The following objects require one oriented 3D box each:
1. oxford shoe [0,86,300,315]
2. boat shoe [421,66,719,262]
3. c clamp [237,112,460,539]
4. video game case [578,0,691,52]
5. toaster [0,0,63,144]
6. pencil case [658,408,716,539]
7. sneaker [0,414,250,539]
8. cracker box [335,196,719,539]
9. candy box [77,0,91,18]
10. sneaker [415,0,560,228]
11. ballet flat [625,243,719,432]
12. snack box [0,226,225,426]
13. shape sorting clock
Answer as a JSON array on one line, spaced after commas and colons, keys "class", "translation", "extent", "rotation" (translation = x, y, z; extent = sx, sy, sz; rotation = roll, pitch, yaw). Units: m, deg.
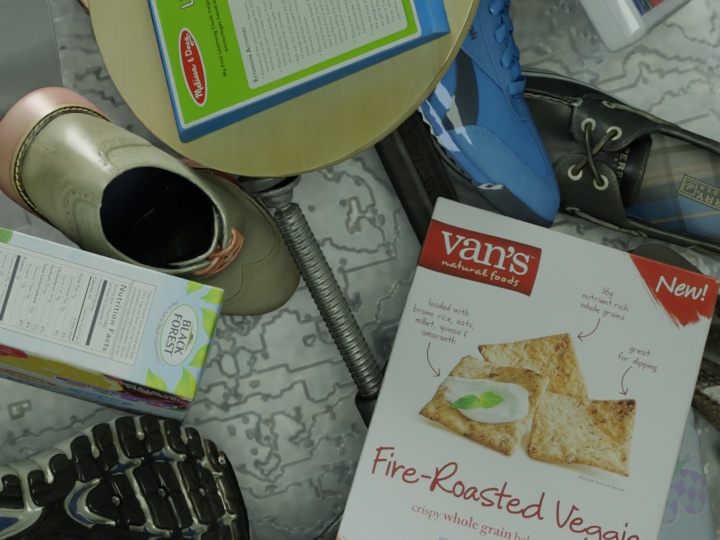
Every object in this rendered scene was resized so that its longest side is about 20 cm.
[{"class": "oxford shoe", "translation": [-0.081, -0.013, 1.053], "extent": [0.074, 0.200, 0.071], "rotation": [34, 95, 37]}, {"class": "boat shoe", "translation": [0.126, -0.051, 1.128], "extent": [0.199, 0.057, 0.069], "rotation": [17, 89, -4]}, {"class": "c clamp", "translation": [0.000, 0.000, 1.077], "extent": [0.171, 0.027, 0.201], "rotation": [-40, 116, -42]}, {"class": "video game case", "translation": [0.084, -0.197, 1.066], "extent": [0.023, 0.182, 0.201], "rotation": [-29, 93, 18]}, {"class": "toaster", "translation": [-0.234, -0.116, 1.039], "extent": [0.199, 0.118, 0.182], "rotation": [-12, 92, 40]}, {"class": "pencil case", "translation": [0.128, 0.156, 1.115], "extent": [0.090, 0.083, 0.201], "rotation": [-12, 92, -17]}, {"class": "sneaker", "translation": [-0.141, 0.116, 1.043], "extent": [0.199, 0.089, 0.079], "rotation": [-2, 69, -33]}, {"class": "cracker box", "translation": [0.068, 0.082, 1.035], "extent": [0.133, 0.058, 0.201], "rotation": [16, 70, 2]}, {"class": "candy box", "translation": [-0.034, -0.160, 1.116], "extent": [0.200, 0.056, 0.117], "rotation": [-37, 95, -2]}, {"class": "sneaker", "translation": [0.044, -0.112, 1.062], "extent": [0.078, 0.066, 0.201], "rotation": [-33, 94, 7]}, {"class": "ballet flat", "translation": [0.190, 0.063, 1.144], "extent": [0.200, 0.046, 0.067], "rotation": [39, 56, -9]}, {"class": "snack box", "translation": [-0.136, 0.023, 1.036], "extent": [0.142, 0.200, 0.053], "rotation": [17, 82, -4]}, {"class": "shape sorting clock", "translation": [-0.033, -0.140, 1.019], "extent": [0.199, 0.039, 0.201], "rotation": [-3, 83, 24]}]
